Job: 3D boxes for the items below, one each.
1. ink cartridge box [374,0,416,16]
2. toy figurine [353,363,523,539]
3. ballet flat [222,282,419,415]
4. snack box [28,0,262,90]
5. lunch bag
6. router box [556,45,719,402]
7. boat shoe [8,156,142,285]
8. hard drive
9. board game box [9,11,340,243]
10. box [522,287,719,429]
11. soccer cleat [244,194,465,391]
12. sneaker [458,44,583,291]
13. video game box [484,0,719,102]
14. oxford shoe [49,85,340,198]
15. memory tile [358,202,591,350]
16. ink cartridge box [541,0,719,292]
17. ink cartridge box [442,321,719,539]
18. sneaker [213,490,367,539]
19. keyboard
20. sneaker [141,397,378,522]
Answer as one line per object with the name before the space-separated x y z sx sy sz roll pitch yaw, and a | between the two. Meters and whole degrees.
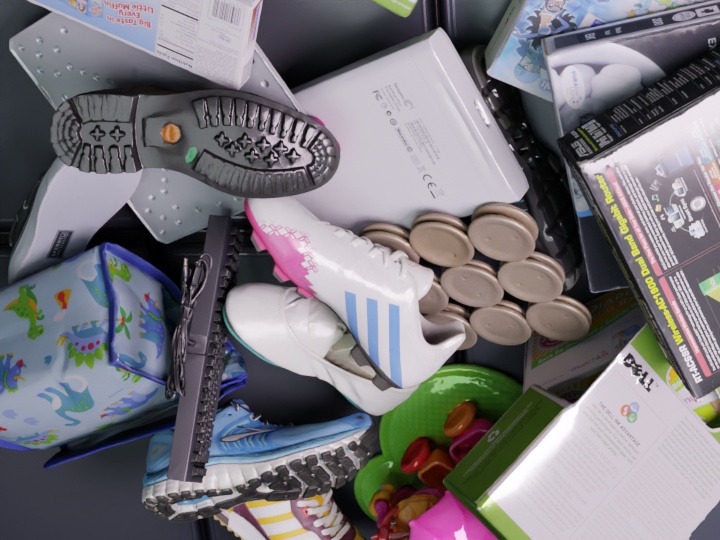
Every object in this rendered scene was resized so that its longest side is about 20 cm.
ink cartridge box | 0.016 -0.296 0.929 0.147 0.076 0.201 27 121 -6
toy figurine | 0.059 0.202 1.149 0.150 0.185 0.200 42 118 -14
ballet flat | -0.022 0.054 1.117 0.069 0.070 0.200 -32 136 24
snack box | -0.164 -0.194 0.981 0.199 0.024 0.072 24 135 9
lunch bag | -0.210 0.082 1.152 0.169 0.129 0.200 -19 155 20
router box | 0.239 -0.035 0.934 0.149 0.062 0.201 -29 114 4
boat shoe | -0.231 -0.055 1.109 0.068 0.057 0.200 6 138 -35
hard drive | 0.012 -0.087 1.042 0.199 0.027 0.132 -16 114 41
board game box | -0.138 -0.129 1.056 0.199 0.026 0.201 -20 115 38
box | 0.235 0.073 1.093 0.199 0.102 0.113 -28 111 23
soccer cleat | 0.000 0.000 1.041 0.086 0.070 0.200 -34 115 17
sneaker | 0.103 -0.071 1.063 0.079 0.075 0.201 -18 108 32
video game box | 0.212 -0.181 0.974 0.199 0.047 0.183 21 119 -12
oxford shoe | -0.111 -0.100 1.005 0.198 0.084 0.073 10 105 -2
memory tile | 0.066 0.010 1.082 0.199 0.017 0.153 -7 139 36
ink cartridge box | 0.239 -0.089 0.982 0.198 0.044 0.199 -12 122 8
ink cartridge box | 0.185 0.138 1.044 0.200 0.076 0.148 -46 107 -7
sneaker | -0.050 0.206 1.216 0.199 0.075 0.090 32 121 7
keyboard | -0.117 0.057 1.065 0.020 0.127 0.202 6 81 12
sneaker | -0.084 0.138 1.162 0.198 0.091 0.079 -10 150 0
